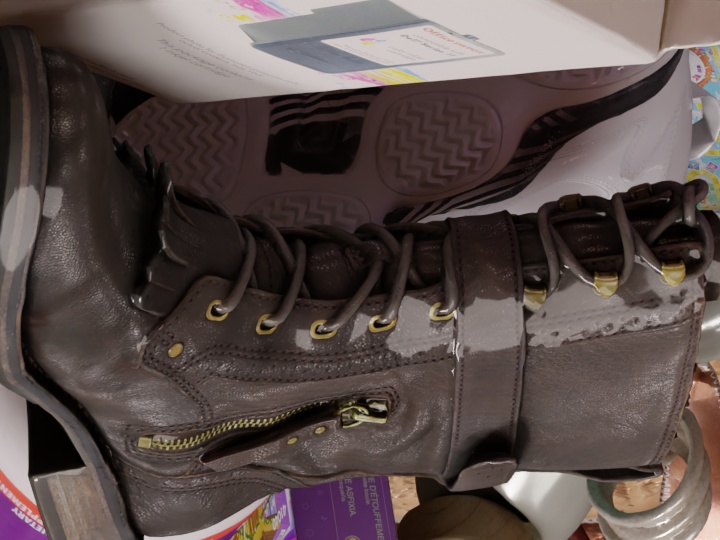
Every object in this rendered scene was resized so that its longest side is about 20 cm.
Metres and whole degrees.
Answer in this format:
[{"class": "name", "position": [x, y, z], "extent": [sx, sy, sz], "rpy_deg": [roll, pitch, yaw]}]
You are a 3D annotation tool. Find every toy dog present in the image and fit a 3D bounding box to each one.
[{"class": "toy dog", "position": [0.093, 0.060, 1.050], "extent": [0.096, 0.132, 0.200], "rpy_deg": [29, 154, -32]}]

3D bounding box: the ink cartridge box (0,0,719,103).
[{"class": "ink cartridge box", "position": [0.011, -0.104, 0.633], "extent": [0.200, 0.117, 0.067], "rpy_deg": [-2, 163, 46]}]

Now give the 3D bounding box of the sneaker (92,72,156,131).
[{"class": "sneaker", "position": [-0.016, -0.044, 0.887], "extent": [0.087, 0.076, 0.200], "rpy_deg": [-33, 150, 11]}]

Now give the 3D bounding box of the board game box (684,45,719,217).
[{"class": "board game box", "position": [0.097, -0.075, 0.879], "extent": [0.134, 0.034, 0.200], "rpy_deg": [-20, 150, 21]}]

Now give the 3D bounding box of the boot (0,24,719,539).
[{"class": "boot", "position": [0.000, 0.000, 0.705], "extent": [0.174, 0.069, 0.200], "rpy_deg": [-9, 147, -2]}]

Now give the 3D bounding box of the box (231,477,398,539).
[{"class": "box", "position": [-0.035, 0.107, 1.074], "extent": [0.039, 0.137, 0.200], "rpy_deg": [1, 152, -18]}]

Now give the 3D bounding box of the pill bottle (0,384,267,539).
[{"class": "pill bottle", "position": [-0.096, 0.066, 0.995], "extent": [0.112, 0.113, 0.200], "rpy_deg": [2, 155, -20]}]

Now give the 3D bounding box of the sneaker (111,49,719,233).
[{"class": "sneaker", "position": [0.011, -0.017, 0.814], "extent": [0.200, 0.075, 0.115], "rpy_deg": [-30, 150, 5]}]
